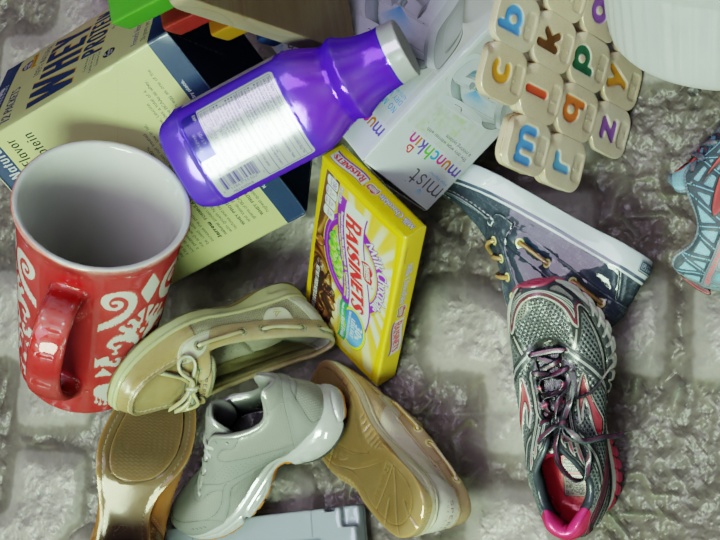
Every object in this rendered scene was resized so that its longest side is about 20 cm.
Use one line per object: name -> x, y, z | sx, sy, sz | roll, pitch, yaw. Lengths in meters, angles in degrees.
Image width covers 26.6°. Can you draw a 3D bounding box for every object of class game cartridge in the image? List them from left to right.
game cartridge -> -0.082, 0.274, 1.286 | 0.199, 0.040, 0.134 | -10, 74, 25

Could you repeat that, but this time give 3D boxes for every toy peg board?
toy peg board -> -0.114, -0.263, 1.167 | 0.097, 0.199, 0.201 | -17, 76, 34

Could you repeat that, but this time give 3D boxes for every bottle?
bottle -> -0.052, -0.124, 1.153 | 0.199, 0.065, 0.084 | -27, 105, 13

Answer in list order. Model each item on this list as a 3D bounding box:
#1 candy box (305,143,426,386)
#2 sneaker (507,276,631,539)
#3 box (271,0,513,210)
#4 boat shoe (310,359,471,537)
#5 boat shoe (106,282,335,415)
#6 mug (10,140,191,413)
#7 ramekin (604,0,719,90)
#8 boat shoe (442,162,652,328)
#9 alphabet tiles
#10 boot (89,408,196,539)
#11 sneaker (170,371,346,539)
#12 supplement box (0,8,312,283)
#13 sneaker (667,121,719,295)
candy box -> 0.000, 0.000, 1.221 | 0.026, 0.200, 0.102 | -33, 62, -28
sneaker -> 0.155, 0.103, 1.142 | 0.080, 0.075, 0.201 | -10, 99, 24
box -> 0.045, -0.181, 1.234 | 0.176, 0.097, 0.200 | -45, 45, 10
boat shoe -> 0.022, 0.145, 1.237 | 0.200, 0.069, 0.074 | 52, 125, 45
boat shoe -> -0.112, 0.072, 1.236 | 0.063, 0.200, 0.073 | 43, 135, 28
mug -> -0.227, 0.023, 1.197 | 0.133, 0.177, 0.200 | 39, 142, 17
ramekin -> 0.270, -0.219, 1.113 | 0.199, 0.098, 0.201 | -6, 40, 5
boat shoe -> 0.126, -0.014, 1.211 | 0.200, 0.071, 0.091 | 30, 91, 25
alphabet tiles -> 0.157, -0.166, 1.157 | 0.015, 0.195, 0.201 | 13, 87, 43
boot -> -0.185, 0.197, 1.279 | 0.076, 0.155, 0.201 | 7, 69, -6
sneaker -> -0.106, 0.145, 1.252 | 0.200, 0.092, 0.076 | -44, 36, 26
supplement box -> -0.176, -0.111, 1.286 | 0.199, 0.200, 0.135 | -27, 30, 20
sneaker -> 0.277, -0.081, 1.146 | 0.095, 0.079, 0.201 | 6, 84, 29
